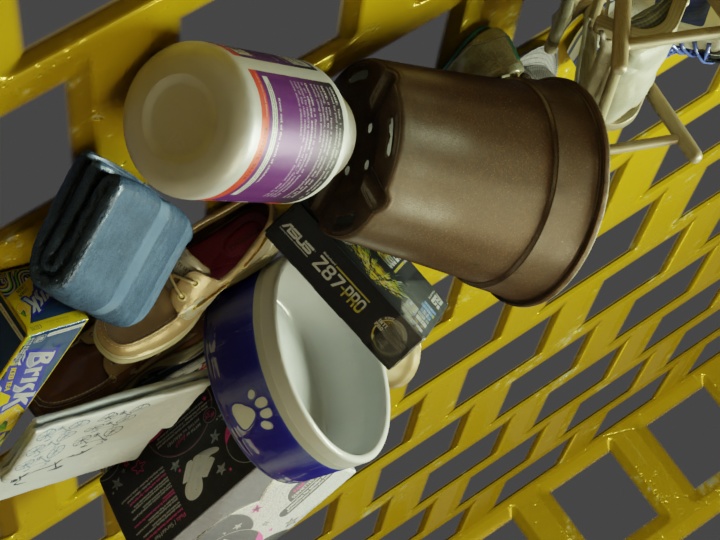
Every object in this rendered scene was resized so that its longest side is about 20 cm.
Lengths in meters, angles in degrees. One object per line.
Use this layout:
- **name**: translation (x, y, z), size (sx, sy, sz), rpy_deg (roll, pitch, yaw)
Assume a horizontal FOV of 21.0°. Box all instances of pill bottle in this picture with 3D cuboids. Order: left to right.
- **pill bottle**: translation (-0.082, -0.107, 1.448), size (0.112, 0.113, 0.199), rpy_deg (-44, 161, 21)

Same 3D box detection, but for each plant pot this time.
- **plant pot**: translation (0.072, -0.083, 1.629), size (0.197, 0.202, 0.201), rpy_deg (10, 137, -30)

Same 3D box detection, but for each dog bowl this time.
- **dog bowl**: translation (-0.056, 0.087, 1.753), size (0.078, 0.202, 0.200), rpy_deg (-20, 171, 24)

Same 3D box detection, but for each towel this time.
- **towel**: translation (-0.195, -0.019, 1.514), size (0.112, 0.048, 0.200), rpy_deg (-61, 166, -3)

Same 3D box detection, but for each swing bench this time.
- **swing bench**: translation (0.241, -0.219, 1.705), size (0.128, 0.202, 0.199), rpy_deg (-8, 155, -9)

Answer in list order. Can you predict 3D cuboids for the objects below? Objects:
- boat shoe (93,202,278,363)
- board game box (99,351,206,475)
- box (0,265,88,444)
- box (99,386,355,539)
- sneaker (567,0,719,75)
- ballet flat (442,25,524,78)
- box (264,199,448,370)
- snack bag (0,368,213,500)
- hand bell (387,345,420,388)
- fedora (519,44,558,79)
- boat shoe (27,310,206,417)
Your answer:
- **boat shoe**: translation (-0.149, -0.001, 1.668), size (0.200, 0.074, 0.069), rpy_deg (-41, 163, -23)
- **board game box**: translation (-0.200, 0.112, 1.861), size (0.199, 0.062, 0.200), rpy_deg (-29, 163, -33)
- **box**: translation (-0.303, 0.083, 1.580), size (0.070, 0.064, 0.200), rpy_deg (-17, 153, -48)
- **box**: translation (-0.127, 0.201, 1.875), size (0.200, 0.115, 0.132), rpy_deg (-40, 145, 15)
- **sneaker**: translation (0.304, -0.233, 1.884), size (0.199, 0.116, 0.080), rpy_deg (-41, 162, 10)
- **ballet flat**: translation (0.075, -0.137, 1.767), size (0.067, 0.063, 0.200), rpy_deg (-15, 152, -51)
- **box**: translation (0.000, 0.000, 1.717), size (0.049, 0.162, 0.200), rpy_deg (-40, 180, 12)
- **snack bag**: translation (-0.242, 0.154, 1.721), size (0.187, 0.022, 0.200), rpy_deg (-16, 162, -37)
- **hand bell**: translation (-0.044, 0.086, 1.948), size (0.199, 0.105, 0.104), rpy_deg (-12, 150, -43)
- **fedora**: translation (0.166, -0.119, 1.859), size (0.199, 0.090, 0.178), rpy_deg (-25, 142, -52)
- **boat shoe**: translation (-0.213, 0.064, 1.710), size (0.199, 0.076, 0.072), rpy_deg (-33, 156, -32)
